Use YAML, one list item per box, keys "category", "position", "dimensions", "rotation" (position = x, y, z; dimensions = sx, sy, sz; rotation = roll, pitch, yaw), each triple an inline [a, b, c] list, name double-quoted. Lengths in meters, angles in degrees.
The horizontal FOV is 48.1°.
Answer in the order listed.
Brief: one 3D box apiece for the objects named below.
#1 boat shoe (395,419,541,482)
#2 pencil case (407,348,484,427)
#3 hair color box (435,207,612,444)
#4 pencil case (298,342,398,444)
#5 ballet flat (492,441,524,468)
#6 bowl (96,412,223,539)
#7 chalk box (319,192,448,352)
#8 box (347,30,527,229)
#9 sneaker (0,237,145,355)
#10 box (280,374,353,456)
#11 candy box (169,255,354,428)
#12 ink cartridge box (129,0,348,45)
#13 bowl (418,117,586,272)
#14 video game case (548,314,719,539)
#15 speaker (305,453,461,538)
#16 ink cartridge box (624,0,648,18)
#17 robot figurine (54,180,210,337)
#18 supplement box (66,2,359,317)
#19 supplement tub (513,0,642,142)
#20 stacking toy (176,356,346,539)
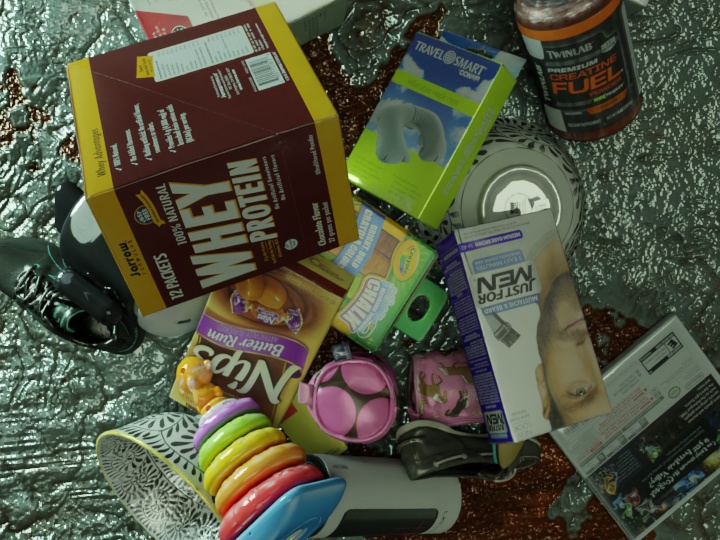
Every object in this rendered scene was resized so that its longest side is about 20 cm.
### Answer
- category: "boat shoe"
  position: [0.122, 0.209, 0.878]
  dimensions: [0.197, 0.067, 0.058]
  rotation: [15, 49, -31]
- category: "pencil case"
  position: [0.147, 0.129, 0.895]
  dimensions: [0.196, 0.087, 0.084]
  rotation: [-2, 102, 0]
- category: "hair color box"
  position: [0.154, 0.052, 0.774]
  dimensions: [0.107, 0.065, 0.204]
  rotation: [-13, 82, -16]
- category: "pencil case"
  position: [-0.007, 0.123, 0.831]
  dimensions: [0.092, 0.200, 0.093]
  rotation: [-2, 84, 3]
- category: "ballet flat"
  position: [0.163, 0.097, 0.822]
  dimensions: [0.062, 0.069, 0.204]
  rotation: [-3, 79, 15]
- category: "bowl"
  position: [-0.174, 0.218, 0.855]
  dimensions: [0.201, 0.200, 0.094]
  rotation: [50, 51, -5]
- category: "chalk box"
  position: [0.000, 0.000, 0.857]
  dimensions: [0.198, 0.124, 0.126]
  rotation: [32, 92, -4]
- category: "box"
  position: [0.076, -0.160, 0.860]
  dimensions: [0.121, 0.047, 0.202]
  rotation: [31, 94, 33]
- category: "sneaker"
  position: [-0.324, 0.025, 0.867]
  dimensions: [0.198, 0.079, 0.076]
  rotation: [29, 93, -3]
- category: "box"
  position: [-0.083, 0.128, 0.889]
  dimensions: [0.050, 0.075, 0.201]
  rotation: [-34, 96, 2]
- category: "candy box"
  position: [-0.099, 0.067, 0.790]
  dimensions: [0.115, 0.057, 0.202]
  rotation: [28, 119, 1]
- category: "ink cartridge box"
  position: [-0.126, -0.288, 0.818]
  dimensions: [0.197, 0.145, 0.147]
  rotation: [-25, 96, -1]
- category: "bowl"
  position: [0.164, -0.066, 0.877]
  dimensions: [0.197, 0.094, 0.205]
  rotation: [0, 95, -2]
- category: "video game case"
  position: [0.340, 0.184, 0.941]
  dimensions: [0.199, 0.023, 0.183]
  rotation: [-39, 95, 0]
- category: "speaker"
  position: [0.017, 0.237, 0.850]
  dimensions: [0.198, 0.081, 0.083]
  rotation: [15, 94, -42]
- category: "ink cartridge box"
  position: [0.264, -0.394, 0.860]
  dimensions: [0.143, 0.084, 0.203]
  rotation: [21, 93, -4]
- category: "robot figurine"
  position: [-0.227, -0.020, 0.836]
  dimensions: [0.199, 0.125, 0.151]
  rotation: [37, 88, 11]
- category: "supplement box"
  position: [-0.130, -0.103, 0.703]
  dimensions: [0.197, 0.199, 0.134]
  rotation: [-19, 137, -8]
- category: "supplement tub"
  position: [0.217, -0.237, 0.817]
  dimensions: [0.106, 0.107, 0.201]
  rotation: [-32, 129, 0]
- category: "stacking toy"
  position: [-0.115, 0.162, 0.746]
  dimensions: [0.116, 0.109, 0.201]
  rotation: [-44, 67, 15]
